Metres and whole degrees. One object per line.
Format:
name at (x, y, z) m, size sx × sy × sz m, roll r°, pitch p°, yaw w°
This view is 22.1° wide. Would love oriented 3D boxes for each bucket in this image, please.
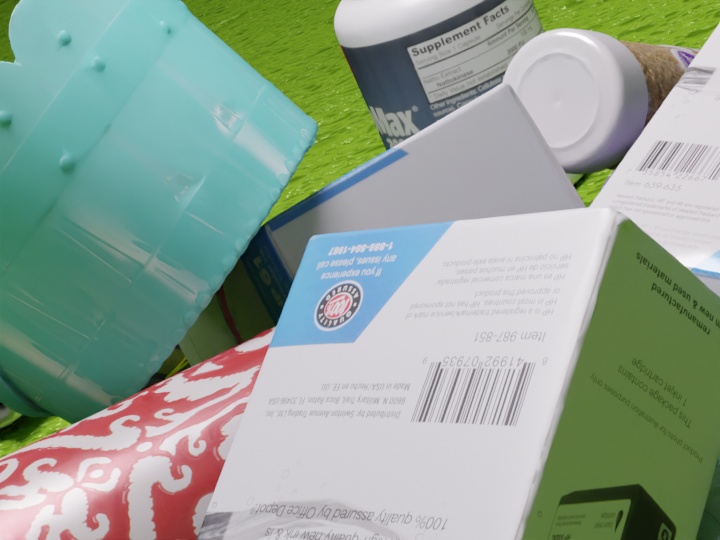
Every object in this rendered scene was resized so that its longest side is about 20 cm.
bucket at (-0.124, -0.034, 0.824) m, size 0.207 × 0.135 × 0.207 m, roll -52°, pitch 9°, yaw 11°

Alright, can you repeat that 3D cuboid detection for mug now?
mug at (-0.085, 0.096, 0.749) m, size 0.200 × 0.134 × 0.177 m, roll -29°, pitch 42°, yaw -25°

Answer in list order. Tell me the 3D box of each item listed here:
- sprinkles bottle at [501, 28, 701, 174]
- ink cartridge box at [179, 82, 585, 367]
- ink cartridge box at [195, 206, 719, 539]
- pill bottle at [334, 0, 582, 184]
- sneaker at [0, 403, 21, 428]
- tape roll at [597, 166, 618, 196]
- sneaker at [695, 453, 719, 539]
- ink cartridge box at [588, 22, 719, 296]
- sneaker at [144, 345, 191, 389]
sprinkles bottle at (0.149, -0.082, 0.935) m, size 0.068 × 0.068 × 0.200 m, roll -11°, pitch -4°, yaw 35°
ink cartridge box at (0.000, 0.000, 0.903) m, size 0.144 × 0.085 × 0.200 m, roll -31°, pitch -1°, yaw -23°
ink cartridge box at (0.023, 0.090, 0.586) m, size 0.145 × 0.084 × 0.200 m, roll -3°, pitch 59°, yaw 47°
pill bottle at (0.052, -0.135, 1.114) m, size 0.119 × 0.200 × 0.120 m, roll -22°, pitch 18°, yaw 8°
sneaker at (-0.284, 0.083, 1.137) m, size 0.200 × 0.074 × 0.089 m, roll -18°, pitch 17°, yaw 19°
tape roll at (0.209, -0.023, 0.798) m, size 0.200 × 0.085 × 0.200 m, roll -22°, pitch 19°, yaw 8°
sneaker at (0.085, 0.101, 0.619) m, size 0.200 × 0.074 × 0.118 m, roll -15°, pitch 14°, yaw 20°
ink cartridge box at (0.176, -0.045, 0.670) m, size 0.116 × 0.067 × 0.200 m, roll 12°, pitch 52°, yaw 40°
sneaker at (-0.065, 0.014, 1.035) m, size 0.200 × 0.085 × 0.074 m, roll -30°, pitch 20°, yaw -16°
